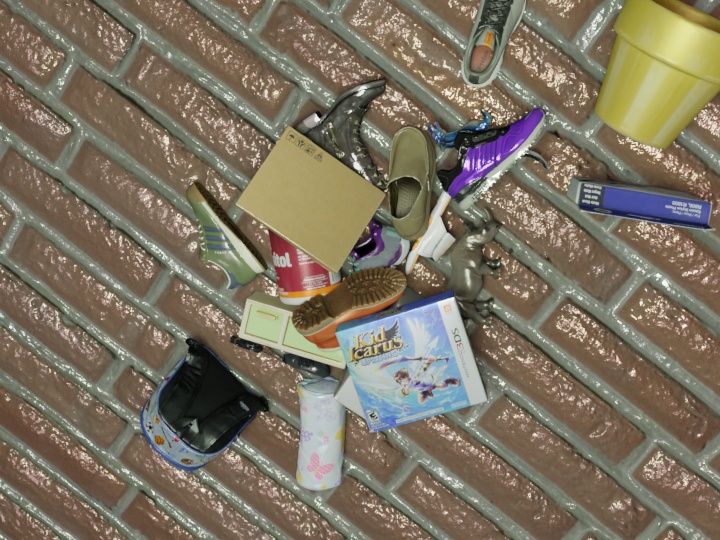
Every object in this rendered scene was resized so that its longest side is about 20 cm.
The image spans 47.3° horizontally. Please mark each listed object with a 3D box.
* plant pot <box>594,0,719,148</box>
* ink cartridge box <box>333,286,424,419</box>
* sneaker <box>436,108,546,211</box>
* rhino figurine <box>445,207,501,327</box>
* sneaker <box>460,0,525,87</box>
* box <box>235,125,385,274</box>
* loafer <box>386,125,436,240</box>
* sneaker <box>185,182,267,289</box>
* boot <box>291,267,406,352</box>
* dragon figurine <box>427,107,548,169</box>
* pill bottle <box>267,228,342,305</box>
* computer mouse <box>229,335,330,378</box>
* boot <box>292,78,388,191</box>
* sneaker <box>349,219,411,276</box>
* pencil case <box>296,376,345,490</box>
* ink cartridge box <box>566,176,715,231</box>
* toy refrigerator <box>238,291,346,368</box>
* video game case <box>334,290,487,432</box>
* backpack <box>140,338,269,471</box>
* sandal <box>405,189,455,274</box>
[{"bbox_3d":[0.456,-0.298,1.243,0.200,0.201,0.189,26,120,3],"label":"plant pot"},{"bbox_3d":[0.048,0.141,1.412,0.084,0.145,0.200,34,105,-2],"label":"ink cartridge box"},{"bbox_3d":[0.200,-0.195,1.296,0.100,0.070,0.200,44,104,1],"label":"sneaker"},{"bbox_3d":[0.195,-0.008,1.403,0.087,0.060,0.201,9,101,4],"label":"rhino figurine"},{"bbox_3d":[0.215,-0.391,1.310,0.074,0.079,0.201,17,102,7],"label":"sneaker"},{"bbox_3d":[-0.080,-0.116,1.345,0.200,0.021,0.164,34,75,-10],"label":"box"},{"bbox_3d":[0.083,-0.152,1.352,0.076,0.067,0.201,-7,73,18],"label":"loafer"},{"bbox_3d":[-0.261,-0.052,1.458,0.090,0.067,0.200,-38,97,9],"label":"sneaker"},{"bbox_3d":[-0.006,0.069,1.379,0.200,0.075,0.107,-25,136,6],"label":"boot"},{"bbox_3d":[0.208,-0.201,1.360,0.200,0.059,0.100,36,105,1],"label":"dragon figurine"},{"bbox_3d":[-0.099,-0.049,1.412,0.113,0.113,0.201,-7,100,10],"label":"pill bottle"},{"bbox_3d":[-0.145,0.150,1.496,0.200,0.059,0.034,18,82,9],"label":"computer mouse"},{"bbox_3d":[-0.004,-0.212,1.393,0.200,0.069,0.174,-30,99,21],"label":"boot"},{"bbox_3d":[0.000,0.000,1.409,0.087,0.074,0.200,22,111,-30],"label":"sneaker"},{"bbox_3d":[-0.074,0.297,1.496,0.090,0.083,0.201,4,102,12],"label":"pencil case"},{"bbox_3d":[0.429,-0.108,1.272,0.199,0.200,0.041,9,103,6],"label":"ink cartridge box"},{"bbox_3d":[-0.110,0.106,1.468,0.200,0.070,0.076,17,104,6],"label":"toy refrigerator"},{"bbox_3d":[0.082,0.147,1.312,0.200,0.045,0.182,-18,101,9],"label":"video game case"},{"bbox_3d":[-0.298,0.256,1.468,0.200,0.191,0.154,41,121,-1],"label":"backpack"},{"bbox_3d":[0.140,-0.075,1.387,0.059,0.079,0.207,29,102,3],"label":"sandal"}]
